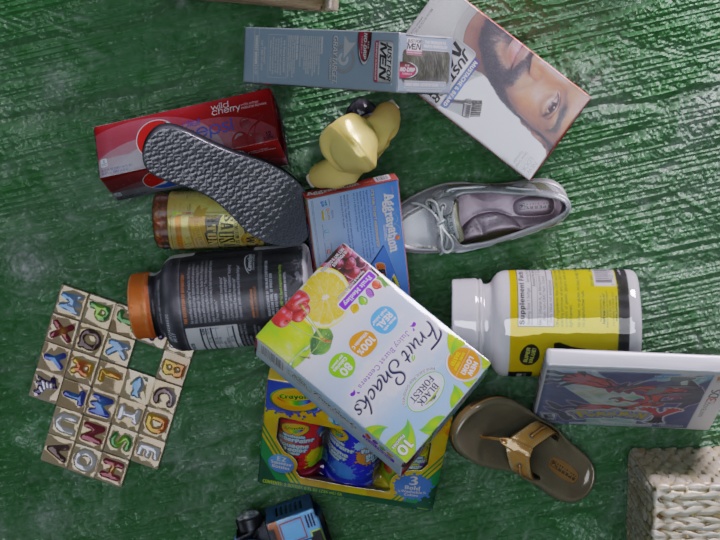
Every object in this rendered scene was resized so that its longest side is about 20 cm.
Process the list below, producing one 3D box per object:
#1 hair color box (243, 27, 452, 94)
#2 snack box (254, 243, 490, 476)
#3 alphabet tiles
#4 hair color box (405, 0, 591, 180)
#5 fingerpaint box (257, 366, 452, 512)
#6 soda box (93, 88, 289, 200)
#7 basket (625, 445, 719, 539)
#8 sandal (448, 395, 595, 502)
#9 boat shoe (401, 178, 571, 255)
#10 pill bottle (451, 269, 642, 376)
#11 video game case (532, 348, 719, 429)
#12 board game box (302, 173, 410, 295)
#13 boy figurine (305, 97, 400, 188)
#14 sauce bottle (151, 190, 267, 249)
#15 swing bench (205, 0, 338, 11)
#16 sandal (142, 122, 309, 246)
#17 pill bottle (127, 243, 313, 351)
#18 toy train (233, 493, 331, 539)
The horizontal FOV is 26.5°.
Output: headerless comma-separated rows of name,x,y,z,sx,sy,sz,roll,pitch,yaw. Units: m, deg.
hair color box,-0.014,-0.216,1.574,0.198,0.099,0.061,8,99,35
snack box,0.011,0.088,1.553,0.199,0.053,0.142,39,70,12
alphabet tiles,-0.287,0.136,1.726,0.165,0.008,0.202,18,98,0
hair color box,0.134,-0.199,1.624,0.199,0.064,0.111,37,97,3
fingerpaint box,-0.005,0.166,1.644,0.197,0.074,0.168,10,131,1
soda box,-0.181,-0.135,1.645,0.198,0.070,0.064,-12,69,4
basket,0.382,0.283,1.617,0.195,0.200,0.163,-1,96,3
sandal,0.185,0.197,1.654,0.199,0.054,0.081,31,87,-25
boat shoe,0.127,-0.059,1.650,0.199,0.065,0.075,-6,97,3
pill bottle,0.196,0.056,1.638,0.197,0.114,0.116,0,98,3
video game case,0.286,0.128,1.618,0.197,0.183,0.023,3,66,3
board game box,0.000,0.000,1.642,0.102,0.019,0.202,-12,118,-10
boy figurine,-0.011,-0.129,1.581,0.124,0.200,0.065,-41,94,10
sauce bottle,-0.125,-0.058,1.663,0.197,0.066,0.067,-3,97,4
swing bench,-0.109,-0.378,1.592,0.197,0.130,0.202,5,97,-3
sandal,-0.133,-0.096,1.600,0.199,0.043,0.076,31,99,-16
pill bottle,-0.150,0.031,1.655,0.197,0.106,0.108,-5,97,3
toy train,-0.072,0.353,1.707,0.113,0.087,0.202,-18,96,-1
